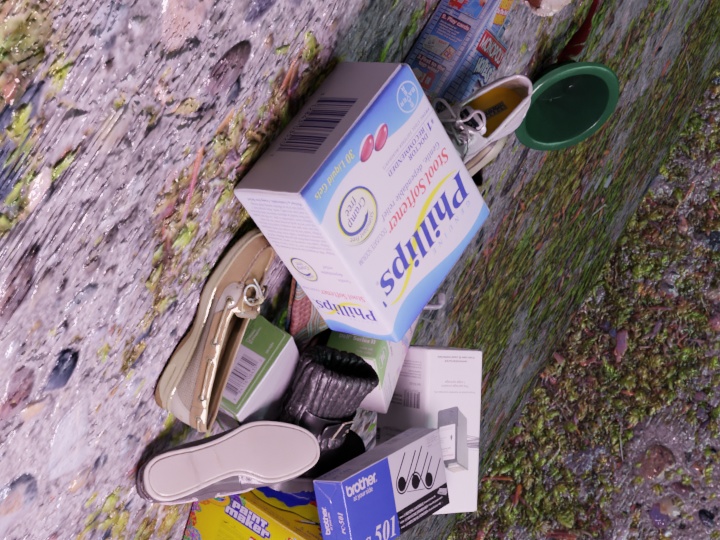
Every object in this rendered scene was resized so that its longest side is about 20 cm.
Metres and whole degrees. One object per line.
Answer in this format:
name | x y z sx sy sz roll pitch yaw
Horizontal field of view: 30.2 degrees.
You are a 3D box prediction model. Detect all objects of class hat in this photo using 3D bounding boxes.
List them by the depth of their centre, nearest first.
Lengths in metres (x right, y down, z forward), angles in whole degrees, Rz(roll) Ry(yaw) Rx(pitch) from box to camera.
hat | 0.291 -0.303 2.032 0.197 0.177 0.167 -7 139 -21

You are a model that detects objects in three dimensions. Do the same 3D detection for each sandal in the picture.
sandal | 0.128 -0.122 1.575 0.201 0.057 0.081 -24 -133 66

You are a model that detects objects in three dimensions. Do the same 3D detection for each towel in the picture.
towel | 0.000 0.000 1.480 0.199 0.022 0.148 -29 148 -32

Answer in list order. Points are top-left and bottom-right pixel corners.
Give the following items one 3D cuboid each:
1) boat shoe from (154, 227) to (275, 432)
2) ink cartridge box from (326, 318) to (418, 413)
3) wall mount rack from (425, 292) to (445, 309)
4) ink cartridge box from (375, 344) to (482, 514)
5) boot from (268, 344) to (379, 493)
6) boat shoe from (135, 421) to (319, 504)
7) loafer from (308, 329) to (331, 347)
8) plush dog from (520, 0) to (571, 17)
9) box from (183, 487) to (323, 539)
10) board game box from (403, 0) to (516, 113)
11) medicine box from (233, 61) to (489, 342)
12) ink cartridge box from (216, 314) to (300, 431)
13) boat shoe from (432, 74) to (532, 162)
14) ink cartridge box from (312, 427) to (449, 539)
boat shoe | -0.129 0.057 1.303 0.203 0.063 0.073 -61 163 -1
ink cartridge box | 0.024 0.056 1.629 0.118 0.066 0.202 78 26 -50
wall mount rack | 0.082 -0.054 1.734 0.202 0.073 0.176 98 -11 -49
ink cartridge box | 0.084 0.198 1.697 0.145 0.083 0.204 180 -87 -66
boot | -0.027 0.166 1.513 0.160 0.079 0.210 -64 157 11
boat shoe | -0.141 0.201 1.389 0.197 0.068 0.057 -9 169 -28
loafer | -0.063 0.129 1.628 0.201 0.071 0.064 -54 147 -41
plush dog | 0.253 -0.409 1.528 0.158 0.173 0.202 -3 130 -16
box | -0.074 0.294 1.608 0.192 0.198 0.123 -36 150 -55
board game box | 0.126 -0.266 1.535 0.202 0.061 0.200 -63 163 7
medicine box | 0.007 -0.067 1.290 0.183 0.102 0.201 -53 128 -25
ink cartridge box | -0.112 0.134 1.480 0.104 0.059 0.201 -55 162 -16
boat shoe | 0.109 -0.151 1.424 0.200 0.075 0.086 -31 168 -20
ink cartridge box | 0.028 0.253 1.519 0.199 0.044 0.096 -18 101 -52
